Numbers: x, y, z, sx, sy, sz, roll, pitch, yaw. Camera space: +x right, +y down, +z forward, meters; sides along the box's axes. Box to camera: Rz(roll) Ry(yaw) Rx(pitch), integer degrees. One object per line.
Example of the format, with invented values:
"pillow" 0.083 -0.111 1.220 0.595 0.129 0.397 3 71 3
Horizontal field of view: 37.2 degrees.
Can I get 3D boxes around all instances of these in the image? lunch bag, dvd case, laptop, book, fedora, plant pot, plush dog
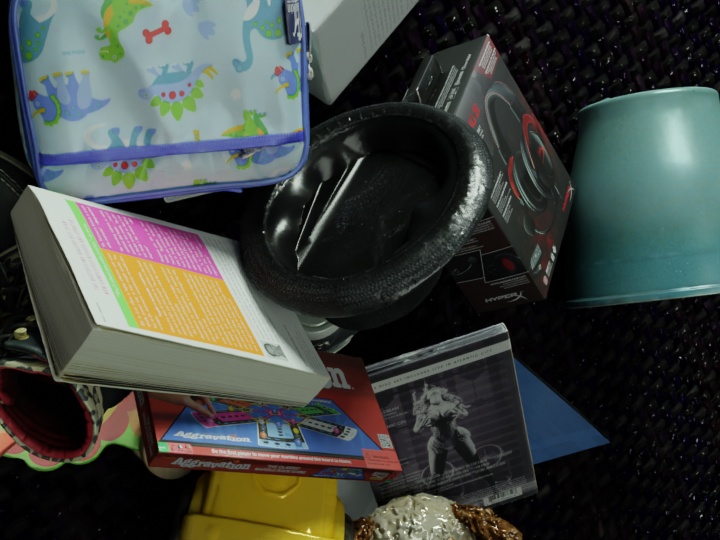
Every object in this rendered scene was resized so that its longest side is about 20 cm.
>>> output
"lunch bag" -0.132 -0.128 0.726 0.197 0.082 0.163 -6 110 -17
"dvd case" 0.072 0.146 0.936 0.147 0.016 0.202 -17 126 -1
"laptop" 0.095 0.184 0.982 0.187 0.115 0.201 39 78 -31
"book" -0.121 0.018 0.704 0.199 0.134 0.048 16 125 -46
"fedora" 0.010 -0.029 0.789 0.200 0.200 0.092 -42 142 -18
"plant pot" 0.281 -0.069 1.018 0.198 0.199 0.191 -6 88 -31
"plush dog" 0.058 0.275 0.943 0.197 0.161 0.174 -11 112 -7

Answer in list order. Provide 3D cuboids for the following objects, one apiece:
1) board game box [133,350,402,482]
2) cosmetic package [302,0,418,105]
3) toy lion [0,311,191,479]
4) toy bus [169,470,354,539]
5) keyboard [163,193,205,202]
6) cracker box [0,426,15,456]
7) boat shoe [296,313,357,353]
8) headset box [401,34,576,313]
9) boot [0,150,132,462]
"board game box" -0.065 0.094 0.746 0.198 0.104 0.019 12 132 -37
"cosmetic package" 0.005 -0.243 0.840 0.201 0.071 0.102 -52 161 -14
"toy lion" -0.192 0.059 0.810 0.190 0.068 0.202 27 84 -26
"toy bus" -0.074 0.170 0.857 0.133 0.201 0.195 10 62 -5
"keyboard" -0.132 -0.154 0.774 0.056 0.011 0.203 -14 108 -30
"cracker box" -0.318 0.057 0.703 0.134 0.058 0.201 -41 107 -18
"boat shoe" 0.000 0.000 0.919 0.199 0.075 0.061 -40 157 -31
"headset box" 0.100 -0.089 0.921 0.201 0.074 0.150 54 41 -28
"boot" -0.215 0.017 0.688 0.073 0.154 0.205 -32 103 7
